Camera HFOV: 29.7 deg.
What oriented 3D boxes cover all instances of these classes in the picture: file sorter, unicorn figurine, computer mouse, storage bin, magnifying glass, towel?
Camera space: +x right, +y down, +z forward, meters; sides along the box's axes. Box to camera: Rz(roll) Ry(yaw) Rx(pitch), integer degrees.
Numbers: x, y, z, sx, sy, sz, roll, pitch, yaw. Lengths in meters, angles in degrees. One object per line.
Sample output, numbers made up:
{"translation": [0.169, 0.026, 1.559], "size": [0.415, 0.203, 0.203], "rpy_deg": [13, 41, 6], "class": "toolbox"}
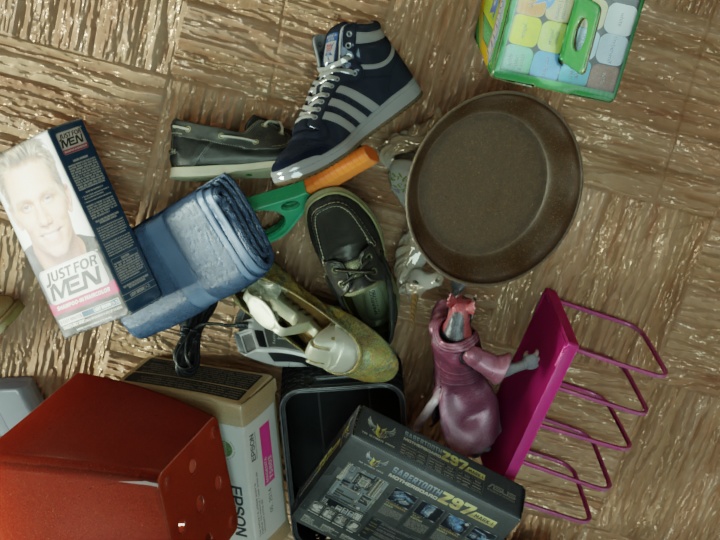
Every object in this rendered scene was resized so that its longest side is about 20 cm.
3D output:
{"translation": [0.227, 0.151, 1.468], "size": [0.125, 0.139, 0.200], "rpy_deg": [19, 111, -10], "class": "file sorter"}
{"translation": [0.078, -0.060, 1.423], "size": [0.137, 0.074, 0.200], "rpy_deg": [-23, 95, 8], "class": "unicorn figurine"}
{"translation": [-0.099, 0.071, 1.463], "size": [0.199, 0.110, 0.044], "rpy_deg": [7, 149, -11], "class": "computer mouse"}
{"translation": [-0.015, 0.196, 1.506], "size": [0.135, 0.094, 0.201], "rpy_deg": [-4, 113, 0], "class": "storage bin"}
{"translation": [-0.066, -0.073, 1.392], "size": [0.200, 0.022, 0.080], "rpy_deg": [-30, 150, 27], "class": "magnifying glass"}
{"translation": [-0.182, -0.010, 1.398], "size": [0.200, 0.049, 0.112], "rpy_deg": [-27, 95, 31], "class": "towel"}

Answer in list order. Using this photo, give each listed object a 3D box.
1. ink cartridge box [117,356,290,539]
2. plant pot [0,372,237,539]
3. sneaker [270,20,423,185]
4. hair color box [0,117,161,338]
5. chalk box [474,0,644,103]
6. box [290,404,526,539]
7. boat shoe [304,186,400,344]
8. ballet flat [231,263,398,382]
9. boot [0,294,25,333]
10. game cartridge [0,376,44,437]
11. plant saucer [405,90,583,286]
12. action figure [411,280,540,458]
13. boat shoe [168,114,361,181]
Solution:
{"translation": [-0.172, 0.206, 1.485], "size": [0.164, 0.075, 0.201], "rpy_deg": [6, 114, 25], "class": "ink cartridge box"}
{"translation": [-0.238, 0.234, 1.377], "size": [0.176, 0.200, 0.201], "rpy_deg": [-1, 111, 21], "class": "plant pot"}
{"translation": [-0.032, -0.171, 1.329], "size": [0.200, 0.070, 0.109], "rpy_deg": [-40, 110, -32], "class": "sneaker"}
{"translation": [-0.292, -0.041, 1.379], "size": [0.100, 0.061, 0.200], "rpy_deg": [-20, 97, 31], "class": "hair color box"}
{"translation": [0.186, -0.240, 1.274], "size": [0.123, 0.200, 0.125], "rpy_deg": [12, 111, -6], "class": "chalk box"}
{"translation": [0.048, 0.243, 1.418], "size": [0.200, 0.051, 0.158], "rpy_deg": [27, 130, -8], "class": "box"}
{"translation": [-0.001, 0.001, 1.412], "size": [0.072, 0.066, 0.201], "rpy_deg": [-20, 131, 5], "class": "boat shoe"}
{"translation": [-0.054, 0.061, 1.412], "size": [0.200, 0.071, 0.071], "rpy_deg": [36, 109, 12], "class": "ballet flat"}
{"translation": [-0.482, 0.015, 1.438], "size": [0.175, 0.066, 0.200], "rpy_deg": [-32, 108, 11], "class": "boot"}
{"translation": [-0.441, 0.196, 1.528], "size": [0.199, 0.040, 0.134], "rpy_deg": [-20, 107, 7], "class": "game cartridge"}
{"translation": [0.130, -0.084, 1.370], "size": [0.200, 0.037, 0.201], "rpy_deg": [-7, 110, -21], "class": "plant saucer"}
{"translation": [0.096, 0.096, 1.426], "size": [0.149, 0.134, 0.200], "rpy_deg": [-33, 139, -20], "class": "action figure"}
{"translation": [-0.095, -0.128, 1.387], "size": [0.199, 0.072, 0.068], "rpy_deg": [-2, 84, -7], "class": "boat shoe"}
